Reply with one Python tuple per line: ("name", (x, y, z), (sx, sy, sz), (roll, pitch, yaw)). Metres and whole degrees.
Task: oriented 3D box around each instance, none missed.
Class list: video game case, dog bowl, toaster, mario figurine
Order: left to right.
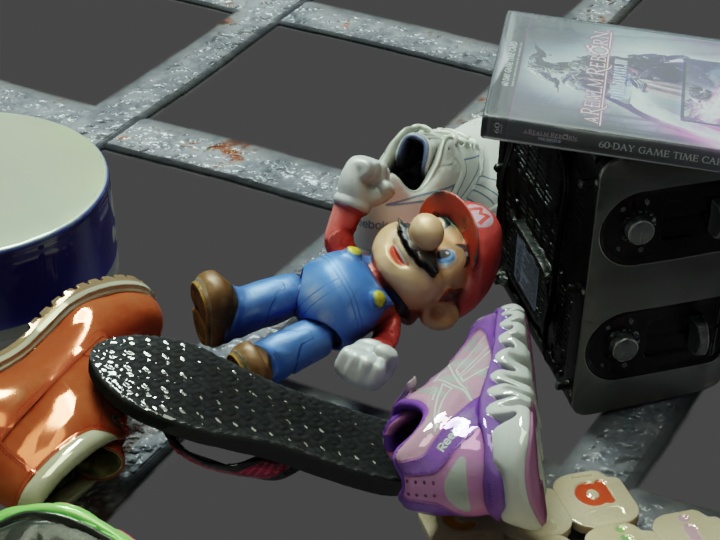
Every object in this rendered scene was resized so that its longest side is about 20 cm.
("dog bowl", (-0.259, -0.025, 1.304), (0.199, 0.079, 0.200), (0, 31, 0))
("mario figurine", (0.000, 0.000, 1.224), (0.200, 0.124, 0.106), (-23, 12, -22))
("toaster", (0.154, -0.037, 1.236), (0.118, 0.181, 0.200), (-5, 33, -14))
("video game case", (0.175, -0.100, 1.152), (0.199, 0.019, 0.143), (9, 32, 5))

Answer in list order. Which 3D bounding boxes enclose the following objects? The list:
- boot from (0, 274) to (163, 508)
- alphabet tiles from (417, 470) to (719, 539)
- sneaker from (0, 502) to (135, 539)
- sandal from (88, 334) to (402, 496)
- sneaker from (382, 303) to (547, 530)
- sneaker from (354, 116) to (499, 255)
("boot", (-0.162, 0.076, 1.160), (0.107, 0.075, 0.200), (30, 39, 19))
("alphabet tiles", (0.112, 0.173, 1.043), (0.199, 0.015, 0.196), (-9, 33, -14))
("sneaker", (-0.200, 0.166, 1.013), (0.199, 0.077, 0.084), (-2, 49, 2))
("sandal", (-0.063, 0.093, 1.135), (0.200, 0.045, 0.075), (20, 34, -8))
("sneaker", (0.057, 0.080, 1.126), (0.088, 0.081, 0.200), (-9, 20, 8))
("sneaker", (0.056, -0.063, 1.362), (0.074, 0.087, 0.200), (14, 33, 23))
